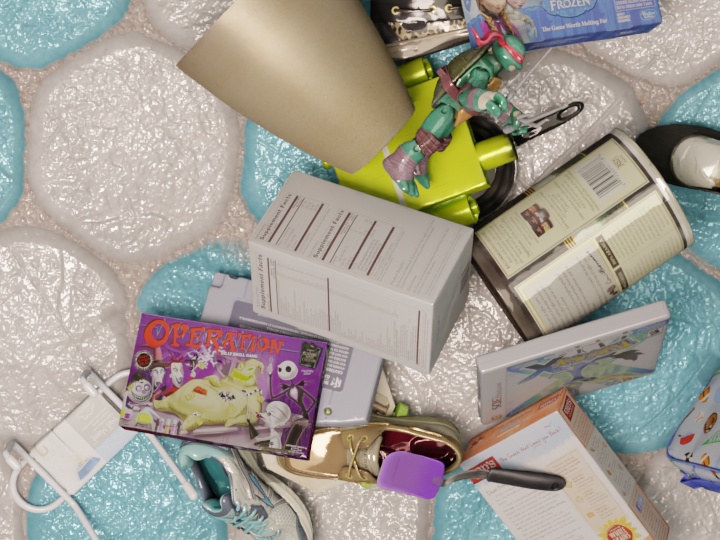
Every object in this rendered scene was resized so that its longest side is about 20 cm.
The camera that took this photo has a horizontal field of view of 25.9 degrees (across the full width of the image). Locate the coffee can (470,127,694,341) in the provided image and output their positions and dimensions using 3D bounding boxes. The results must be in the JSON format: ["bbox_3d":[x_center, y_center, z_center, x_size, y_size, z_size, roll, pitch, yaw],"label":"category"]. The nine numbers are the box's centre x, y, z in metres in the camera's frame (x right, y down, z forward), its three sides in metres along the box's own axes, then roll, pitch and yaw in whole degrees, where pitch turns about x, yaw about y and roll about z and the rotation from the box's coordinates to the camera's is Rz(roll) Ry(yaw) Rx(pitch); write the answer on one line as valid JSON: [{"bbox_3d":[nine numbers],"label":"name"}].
[{"bbox_3d":[0.221,-0.030,1.610,0.199,0.146,0.147,-34,100,1],"label":"coffee can"}]

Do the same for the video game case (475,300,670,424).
[{"bbox_3d":[0.217,0.099,1.622,0.198,0.183,0.022,-17,68,-2],"label":"video game case"}]

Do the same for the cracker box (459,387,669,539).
[{"bbox_3d":[0.219,0.241,1.673,0.133,0.058,0.201,-32,102,28],"label":"cracker box"}]

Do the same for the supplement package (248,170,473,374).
[{"bbox_3d":[0.000,0.000,1.563,0.198,0.110,0.114,19,141,15],"label":"supplement package"}]

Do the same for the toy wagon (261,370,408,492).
[{"bbox_3d":[-0.027,0.135,1.671,0.154,0.040,0.201,26,95,-8],"label":"toy wagon"}]

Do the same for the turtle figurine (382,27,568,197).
[{"bbox_3d":[0.111,-0.158,1.508,0.200,0.149,0.101,-42,71,20],"label":"turtle figurine"}]

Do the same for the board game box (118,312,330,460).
[{"bbox_3d":[-0.138,0.118,1.592,0.198,0.032,0.121,8,74,9],"label":"board game box"}]

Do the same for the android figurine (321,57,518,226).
[{"bbox_3d":[0.056,-0.122,1.610,0.198,0.041,0.184,-22,83,13],"label":"android figurine"}]

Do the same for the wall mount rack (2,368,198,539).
[{"bbox_3d":[-0.272,0.208,1.644,0.200,0.075,0.174,-43,100,4],"label":"wall mount rack"}]

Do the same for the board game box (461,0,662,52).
[{"bbox_3d":[0.187,-0.326,1.566,0.198,0.043,0.201,-11,84,-18],"label":"board game box"}]

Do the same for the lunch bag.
[{"bbox_3d":[0.406,0.167,1.632,0.075,0.200,0.161,35,82,-11],"label":"lunch bag"}]

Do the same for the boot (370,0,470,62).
[{"bbox_3d":[0.092,-0.308,1.596,0.198,0.073,0.152,-18,99,2],"label":"boot"}]

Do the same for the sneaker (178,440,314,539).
[{"bbox_3d":[-0.127,0.244,1.643,0.077,0.086,0.201,-29,104,32],"label":"sneaker"}]

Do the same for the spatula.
[{"bbox_3d":[0.118,0.212,1.608,0.198,0.021,0.057,4,126,-14],"label":"spatula"}]

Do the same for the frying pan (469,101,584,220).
[{"bbox_3d":[0.131,-0.137,1.643,0.115,0.031,0.190,40,93,-7],"label":"frying pan"}]

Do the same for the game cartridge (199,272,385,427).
[{"bbox_3d":[-0.075,0.088,1.621,0.198,0.041,0.134,14,76,10],"label":"game cartridge"}]

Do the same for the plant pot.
[{"bbox_3d":[-0.048,-0.197,1.539,0.187,0.187,0.200,-44,99,3],"label":"plant pot"}]

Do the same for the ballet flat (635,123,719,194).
[{"bbox_3d":[0.388,-0.109,1.650,0.198,0.068,0.069,13,99,-6],"label":"ballet flat"}]

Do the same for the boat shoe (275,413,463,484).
[{"bbox_3d":[0.011,0.186,1.627,0.198,0.066,0.075,-4,99,-5],"label":"boat shoe"}]
